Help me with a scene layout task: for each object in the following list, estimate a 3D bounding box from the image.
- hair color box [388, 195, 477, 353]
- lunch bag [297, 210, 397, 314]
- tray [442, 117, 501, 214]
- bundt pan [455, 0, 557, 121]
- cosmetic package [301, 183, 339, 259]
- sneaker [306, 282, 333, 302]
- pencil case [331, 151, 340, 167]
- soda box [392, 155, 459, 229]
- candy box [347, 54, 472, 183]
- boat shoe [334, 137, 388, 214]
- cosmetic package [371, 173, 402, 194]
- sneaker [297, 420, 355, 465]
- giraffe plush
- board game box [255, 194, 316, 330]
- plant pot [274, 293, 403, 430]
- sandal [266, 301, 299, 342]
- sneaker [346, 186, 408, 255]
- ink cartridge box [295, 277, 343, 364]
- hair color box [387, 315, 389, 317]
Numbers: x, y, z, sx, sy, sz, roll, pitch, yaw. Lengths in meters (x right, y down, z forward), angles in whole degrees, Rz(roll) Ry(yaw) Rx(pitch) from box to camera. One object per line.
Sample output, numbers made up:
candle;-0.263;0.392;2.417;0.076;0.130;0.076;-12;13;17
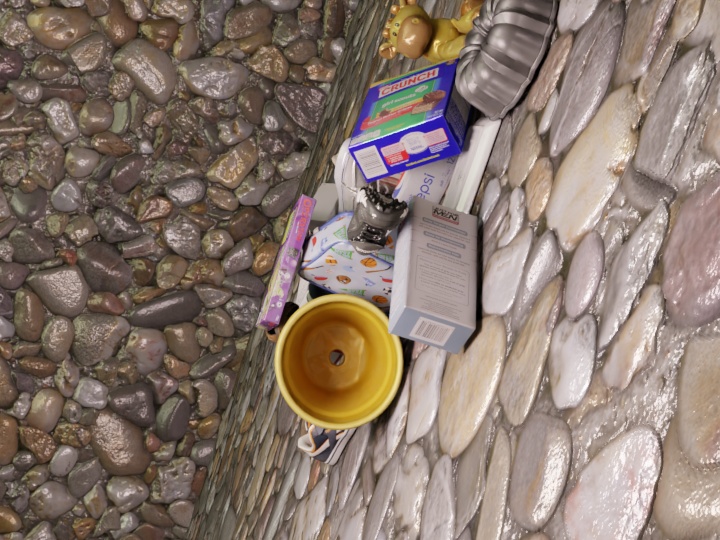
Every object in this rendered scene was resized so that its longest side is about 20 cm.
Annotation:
hair color box;0.099;0.003;1.306;0.061;0.097;0.202;119;164;-46
lunch bag;0.003;-0.010;1.527;0.160;0.198;0.077;-33;39;47
tray;0.156;-0.136;1.474;0.107;0.022;0.203;-141;69;-77
bundt pan;0.197;-0.321;1.400;0.202;0.075;0.205;-159;89;-77
cosmetic package;-0.062;-0.084;1.719;0.201;0.050;0.084;-69;-22;-65
sneaker;0.000;0.000;1.648;0.198;0.070;0.083;-26;-34;-35
pencil case;0.037;-0.236;1.816;0.200;0.078;0.090;-43;54;0
soda box;0.096;-0.131;1.631;0.064;0.067;0.202;-90;20;-56
candy box;0.085;-0.242;1.549;0.167;0.078;0.201;-15;32;24
boat shoe;0.006;-0.120;1.659;0.074;0.085;0.205;-27;-52;-47
cosmetic package;0.053;-0.134;1.754;0.088;0.102;0.201;-87;17;-46
sneaker;-0.048;0.255;1.709;0.079;0.078;0.202;-90;23;-59
giraffe plush;0.123;-0.397;1.664;0.200;0.160;0.175;-147;76;-77
board game box;-0.118;-0.009;1.538;0.120;0.032;0.203;132;155;-78
plant pot;-0.036;0.140;1.564;0.189;0.197;0.204;145;143;-87
sandal;-0.132;0.095;1.639;0.200;0.054;0.083;83;-156;-77
sneaker;0.020;-0.061;1.341;0.200;0.065;0.092;-119;45;-80
ink cartridge box;-0.071;0.073;1.774;0.145;0.082;0.203;124;157;-62
hair color box;0.006;0.064;1.777;0.200;0.060;0.100;-105;34;-70
